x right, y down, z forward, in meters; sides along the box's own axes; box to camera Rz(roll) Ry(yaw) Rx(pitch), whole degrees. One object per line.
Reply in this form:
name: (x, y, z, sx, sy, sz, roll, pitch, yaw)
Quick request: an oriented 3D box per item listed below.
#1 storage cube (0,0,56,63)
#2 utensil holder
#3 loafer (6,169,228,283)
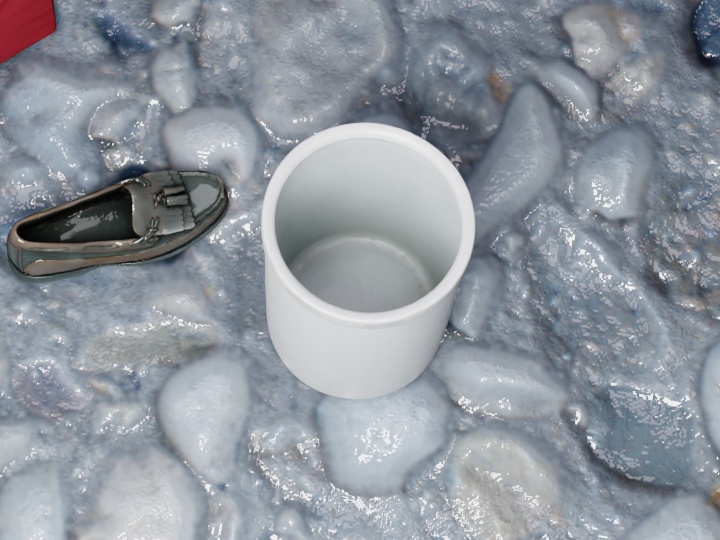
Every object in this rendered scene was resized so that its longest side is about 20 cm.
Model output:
storage cube: (-0.385, -0.266, 1.782, 0.171, 0.180, 0.200, -36, 75, -17)
utensil holder: (0.000, 0.000, 1.682, 0.169, 0.200, 0.171, 2, 67, -4)
loafer: (-0.207, -0.042, 1.761, 0.199, 0.063, 0.072, -19, 70, -11)
